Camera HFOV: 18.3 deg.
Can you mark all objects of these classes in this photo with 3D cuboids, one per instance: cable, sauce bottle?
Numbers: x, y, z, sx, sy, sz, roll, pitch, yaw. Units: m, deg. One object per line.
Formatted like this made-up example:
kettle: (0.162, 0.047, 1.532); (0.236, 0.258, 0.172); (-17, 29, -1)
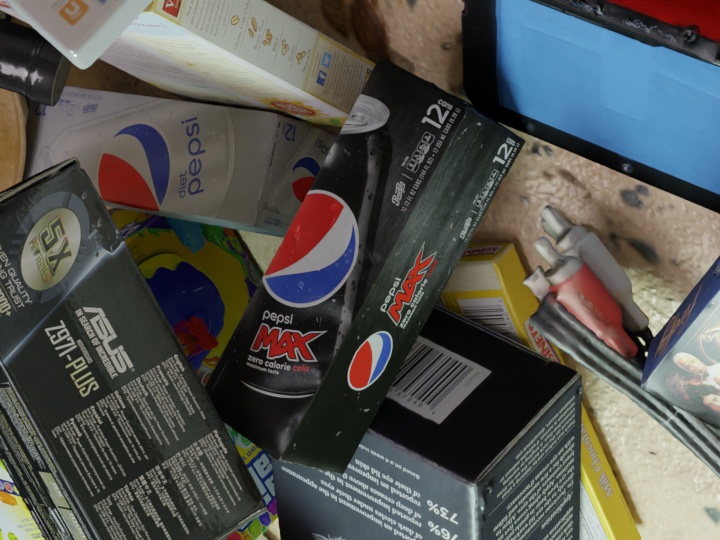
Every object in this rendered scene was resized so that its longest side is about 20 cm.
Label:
cable: (0.155, 0.050, 1.137); (0.200, 0.097, 0.050); (42, 107, -1)
sauce bottle: (-0.260, -0.138, 1.252); (0.198, 0.065, 0.065); (19, 138, 1)

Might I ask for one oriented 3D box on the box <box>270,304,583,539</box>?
box: (0.037, 0.129, 1.253); (0.147, 0.104, 0.201); (26, 139, 29)

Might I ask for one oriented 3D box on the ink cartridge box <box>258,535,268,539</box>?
ink cartridge box: (-0.090, 0.255, 1.541); (0.200, 0.083, 0.147); (42, 142, 5)

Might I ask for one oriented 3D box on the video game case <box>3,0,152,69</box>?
video game case: (-0.122, -0.220, 1.060); (0.182, 0.200, 0.022); (41, 174, 24)

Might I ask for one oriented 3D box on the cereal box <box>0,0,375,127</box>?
cereal box: (-0.094, -0.124, 1.155); (0.143, 0.040, 0.200); (13, 173, 36)

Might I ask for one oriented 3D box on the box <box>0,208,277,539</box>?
box: (-0.141, 0.087, 1.350); (0.121, 0.200, 0.193); (-14, 113, 48)

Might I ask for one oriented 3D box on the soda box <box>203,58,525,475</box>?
soda box: (0.000, 0.000, 1.139); (0.063, 0.201, 0.071); (30, -176, 31)

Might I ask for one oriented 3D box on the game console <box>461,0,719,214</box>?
game console: (0.106, -0.090, 1.036); (0.199, 0.172, 0.120); (24, 110, 26)

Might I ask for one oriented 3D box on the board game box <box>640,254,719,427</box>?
board game box: (0.232, 0.020, 1.039); (0.135, 0.035, 0.200); (25, 141, -4)

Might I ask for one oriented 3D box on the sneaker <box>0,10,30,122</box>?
sneaker: (-0.270, -0.133, 1.349); (0.075, 0.115, 0.202); (13, 130, 36)

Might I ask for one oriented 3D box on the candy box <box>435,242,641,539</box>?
candy box: (0.082, 0.076, 1.270); (0.102, 0.026, 0.201); (0, 122, 48)

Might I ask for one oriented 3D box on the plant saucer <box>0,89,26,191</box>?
plant saucer: (-0.290, -0.077, 1.311); (0.198, 0.035, 0.202); (0, 96, 4)

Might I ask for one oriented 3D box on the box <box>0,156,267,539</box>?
box: (-0.150, 0.055, 1.154); (0.201, 0.086, 0.164); (62, 162, -6)

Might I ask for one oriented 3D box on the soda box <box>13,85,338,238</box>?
soda box: (-0.104, -0.062, 1.270); (0.199, 0.068, 0.064); (11, 88, 39)
